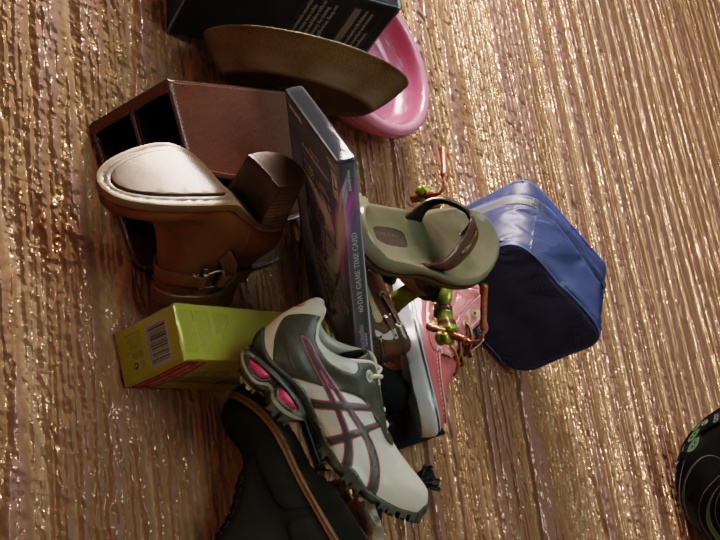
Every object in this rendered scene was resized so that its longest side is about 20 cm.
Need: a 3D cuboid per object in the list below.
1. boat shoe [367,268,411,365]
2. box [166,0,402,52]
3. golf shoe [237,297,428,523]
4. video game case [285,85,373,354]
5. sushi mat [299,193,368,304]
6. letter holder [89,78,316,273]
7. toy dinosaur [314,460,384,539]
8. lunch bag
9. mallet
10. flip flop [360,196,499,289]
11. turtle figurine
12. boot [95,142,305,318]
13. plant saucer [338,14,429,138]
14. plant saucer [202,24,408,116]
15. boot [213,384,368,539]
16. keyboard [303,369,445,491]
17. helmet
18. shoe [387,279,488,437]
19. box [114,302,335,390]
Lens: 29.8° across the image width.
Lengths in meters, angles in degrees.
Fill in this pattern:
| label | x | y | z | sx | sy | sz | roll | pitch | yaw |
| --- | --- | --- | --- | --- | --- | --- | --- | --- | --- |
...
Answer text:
| label | x | y | z | sx | sy | sz | roll | pitch | yaw |
| --- | --- | --- | --- | --- | --- | --- | --- | --- | --- |
| boat shoe | 0.000 | 0.004 | 1.254 | 0.075 | 0.074 | 0.203 | 90 | -12 | -56 |
| box | -0.080 | -0.321 | 1.313 | 0.199 | 0.117 | 0.198 | 9 | 60 | -25 |
| golf shoe | -0.005 | 0.114 | 1.057 | 0.200 | 0.088 | 0.077 | 46 | 3 | -11 |
| video game case | -0.025 | -0.031 | 1.100 | 0.143 | 0.019 | 0.201 | -123 | -156 | -55 |
| sushi mat | -0.024 | -0.011 | 1.346 | 0.096 | 0.012 | 0.201 | 34 | 44 | -39 |
| letter holder | -0.116 | -0.077 | 1.181 | 0.200 | 0.100 | 0.143 | -4 | 75 | -55 |
| toy dinosaur | -0.030 | 0.255 | 1.097 | 0.135 | 0.086 | 0.200 | 36 | 58 | 16 |
| lunch bag | 0.190 | 0.006 | 1.520 | 0.200 | 0.136 | 0.133 | 46 | 38 | -27 |
| mallet | 0.006 | 0.165 | 1.218 | 0.066 | 0.041 | 0.201 | 38 | 40 | -30 |
| flip flop | 0.064 | -0.033 | 1.151 | 0.200 | 0.058 | 0.081 | 6 | 52 | -52 |
| turtle figurine | 0.055 | -0.006 | 1.290 | 0.064 | 0.161 | 0.201 | 20 | 54 | -53 |
| boot | -0.143 | -0.018 | 1.070 | 0.199 | 0.155 | 0.074 | -2 | 44 | -44 |
| plant saucer | -0.003 | -0.233 | 1.484 | 0.200 | 0.051 | 0.201 | 32 | 46 | -40 |
| plant saucer | -0.055 | -0.181 | 1.274 | 0.200 | 0.200 | 0.036 | 18 | 82 | -48 |
| boot | -0.097 | 0.189 | 1.064 | 0.200 | 0.138 | 0.078 | 46 | -18 | 44 |
| keyboard | 0.020 | 0.163 | 1.288 | 0.200 | 0.021 | 0.128 | -7 | 68 | -55 |
| helmet | 0.505 | 0.274 | 1.741 | 0.199 | 0.191 | 0.201 | 9 | 41 | -8 |
| shoe | 0.084 | 0.072 | 1.334 | 0.072 | 0.091 | 0.201 | 88 | -5 | -47 |
| box | -0.105 | 0.067 | 1.126 | 0.200 | 0.075 | 0.050 | 10 | 61 | -53 |
